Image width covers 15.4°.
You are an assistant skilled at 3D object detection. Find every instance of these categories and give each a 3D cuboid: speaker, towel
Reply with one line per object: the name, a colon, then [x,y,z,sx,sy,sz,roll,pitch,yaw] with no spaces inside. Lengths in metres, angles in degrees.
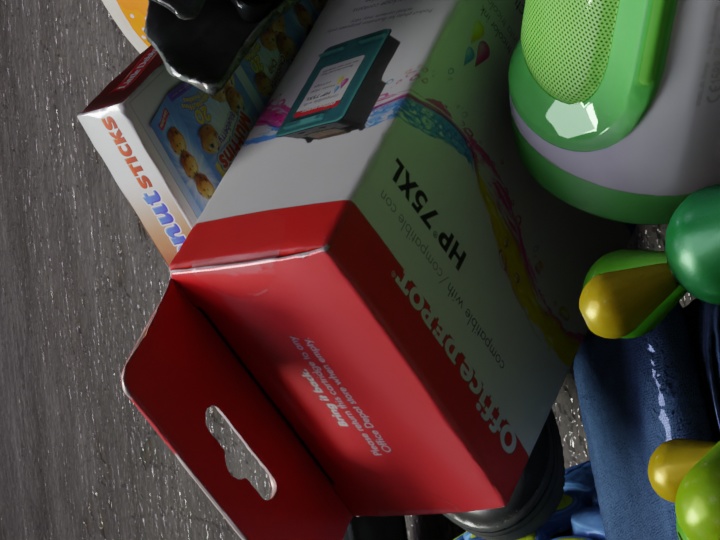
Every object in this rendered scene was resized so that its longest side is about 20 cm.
speaker: [0.093,-0.112,0.769,0.089,0.088,0.201,-114,23,-46]
towel: [0.115,0.109,0.846,0.112,0.048,0.201,126,134,-75]

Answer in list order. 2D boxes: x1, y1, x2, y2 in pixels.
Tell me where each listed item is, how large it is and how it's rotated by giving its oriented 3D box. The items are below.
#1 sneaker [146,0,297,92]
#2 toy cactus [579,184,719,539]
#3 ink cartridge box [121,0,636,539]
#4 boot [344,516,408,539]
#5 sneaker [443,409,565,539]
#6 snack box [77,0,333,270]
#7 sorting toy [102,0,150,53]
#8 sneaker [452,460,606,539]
sneaker: [-0.005,-0.139,0.855,0.104,0.199,0.060,37,150,39]
toy cactus: [0.132,0.009,0.716,0.200,0.102,0.166,-132,57,-67]
ink cartridge box: [0.016,-0.004,0.843,0.067,0.200,0.116,-8,131,39]
boot: [0.000,0.104,1.233,0.165,0.065,0.201,-81,-22,-64]
sneaker: [0.003,-0.001,0.942,0.104,0.060,0.200,39,-156,-57]
snack box: [-0.014,-0.078,0.895,0.024,0.200,0.072,-9,119,42]
sorting toy: [-0.024,-0.193,1.047,0.180,0.107,0.201,-6,59,50]
sneaker: [0.072,0.126,1.002,0.083,0.071,0.200,56,156,5]
